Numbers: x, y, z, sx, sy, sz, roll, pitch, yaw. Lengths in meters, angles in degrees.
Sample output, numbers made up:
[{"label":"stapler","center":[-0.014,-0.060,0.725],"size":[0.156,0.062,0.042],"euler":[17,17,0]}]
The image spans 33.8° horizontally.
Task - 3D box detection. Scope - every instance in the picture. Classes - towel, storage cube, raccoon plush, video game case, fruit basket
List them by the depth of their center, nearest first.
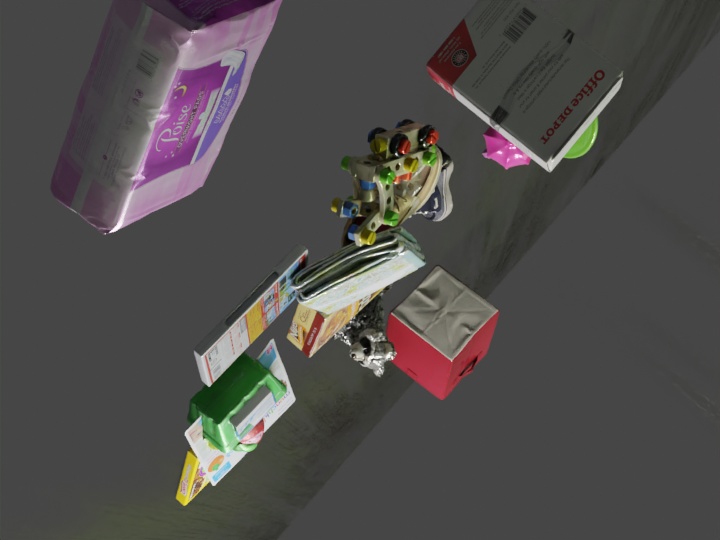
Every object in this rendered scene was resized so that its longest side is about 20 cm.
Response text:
[{"label":"video game case","center":[-0.143,0.061,1.580],"size":[0.200,0.017,0.143],"euler":[-46,168,-17]},{"label":"towel","center":[0.000,0.000,1.641],"size":[0.170,0.048,0.200],"euler":[-26,169,8]},{"label":"fruit basket","center":[-0.166,0.213,1.720],"size":[0.185,0.094,0.200],"euler":[-45,148,-20]},{"label":"raccoon plush","center":[0.038,0.082,2.021],"size":[0.200,0.134,0.097],"euler":[-44,166,-26]},{"label":"storage cube","center":[0.168,0.132,2.534],"size":[0.171,0.200,0.180],"euler":[-43,160,-26]}]

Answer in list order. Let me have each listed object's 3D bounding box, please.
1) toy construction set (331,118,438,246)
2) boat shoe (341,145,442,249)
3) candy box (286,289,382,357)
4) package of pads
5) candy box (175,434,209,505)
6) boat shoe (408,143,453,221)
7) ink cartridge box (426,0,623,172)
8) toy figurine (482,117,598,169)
[{"label":"toy construction set","center":[0.040,-0.120,1.500],"size":[0.200,0.092,0.132],"euler":[-40,139,-60]},{"label":"boat shoe","center":[0.041,-0.093,1.641],"size":[0.200,0.074,0.069],"euler":[-55,173,26]},{"label":"candy box","center":[-0.024,0.034,1.842],"size":[0.200,0.055,0.116],"euler":[-41,166,-35]},{"label":"package of pads","center":[-0.142,-0.127,0.853],"size":[0.120,0.076,0.200],"euler":[-38,163,-49]},{"label":"candy box","center":[-0.250,0.307,1.930],"size":[0.102,0.026,0.200],"euler":[-46,168,-33]},{"label":"boat shoe","center":[0.084,-0.113,1.778],"size":[0.093,0.075,0.200],"euler":[-40,158,-14]},{"label":"ink cartridge box","center":[0.205,-0.241,1.476],"size":[0.147,0.200,0.083],"euler":[-50,169,3]},{"label":"toy figurine","center":[0.278,-0.235,2.046],"size":[0.184,0.151,0.200],"euler":[-24,180,-35]}]
